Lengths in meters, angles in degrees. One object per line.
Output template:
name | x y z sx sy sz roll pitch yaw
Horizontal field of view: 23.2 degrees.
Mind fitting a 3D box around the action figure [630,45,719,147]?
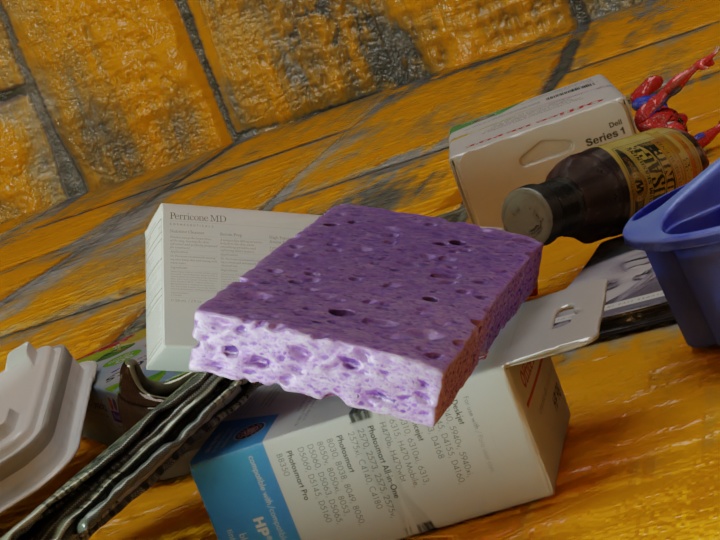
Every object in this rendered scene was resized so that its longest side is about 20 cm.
action figure | 0.278 -0.142 1.484 0.099 0.065 0.200 -35 6 16

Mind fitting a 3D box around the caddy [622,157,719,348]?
caddy | 0.234 -0.031 0.891 0.199 0.105 0.141 -21 11 -6

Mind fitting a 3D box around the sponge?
sponge | 0.010 0.013 0.806 0.111 0.030 0.200 11 19 15

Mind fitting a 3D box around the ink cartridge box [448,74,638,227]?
ink cartridge box | 0.152 -0.091 1.431 0.144 0.084 0.200 -19 10 6

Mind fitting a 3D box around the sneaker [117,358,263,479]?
sneaker | -0.050 0.061 1.050 0.199 0.076 0.070 -21 10 0

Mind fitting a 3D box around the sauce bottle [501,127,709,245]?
sauce bottle | 0.168 -0.053 1.196 0.066 0.066 0.200 -11 7 40

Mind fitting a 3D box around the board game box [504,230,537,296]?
board game box | 0.000 0.000 1.137 0.151 0.047 0.200 2 6 38

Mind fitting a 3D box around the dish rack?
dish rack | -0.252 0.115 1.111 0.171 0.044 0.200 -31 17 5

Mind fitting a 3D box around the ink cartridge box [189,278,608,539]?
ink cartridge box | 0.032 0.075 0.839 0.199 0.067 0.116 -18 10 15

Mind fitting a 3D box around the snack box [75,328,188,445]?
snack box | -0.118 0.070 1.199 0.142 0.053 0.200 -26 12 -22

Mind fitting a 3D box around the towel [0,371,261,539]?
towel | -0.122 0.106 0.867 0.192 0.035 0.200 -41 0 -29

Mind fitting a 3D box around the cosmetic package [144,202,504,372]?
cosmetic package | -0.017 0.015 0.970 0.199 0.083 0.051 4 -19 -18

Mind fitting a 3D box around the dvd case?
dvd case | 0.198 -0.005 1.082 0.148 0.016 0.200 -15 11 24
